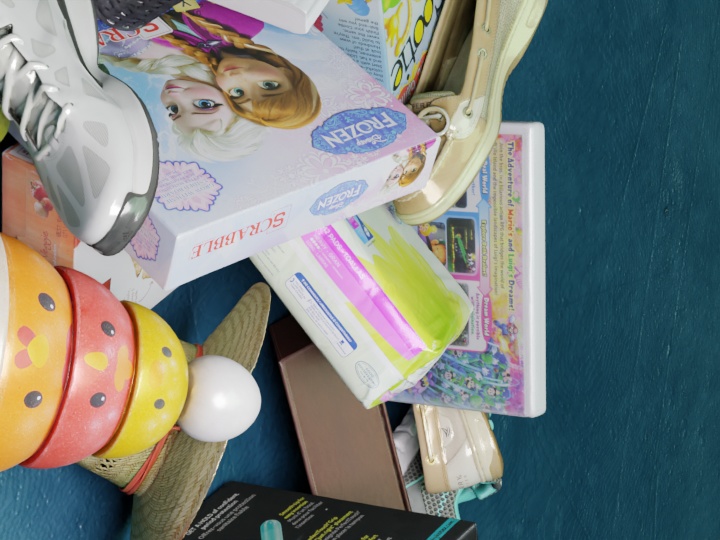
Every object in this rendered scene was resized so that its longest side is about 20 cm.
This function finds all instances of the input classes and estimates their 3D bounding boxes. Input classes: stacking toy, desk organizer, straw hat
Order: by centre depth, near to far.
[{"bbox_3d":[-0.145,0.055,1.232,0.199,0.146,0.147,9,85,-27],"label":"stacking toy"},{"bbox_3d":[-0.135,0.083,1.364,0.085,0.201,0.202,24,67,-14],"label":"straw hat"},{"bbox_3d":[-0.025,0.133,1.562,0.077,0.071,0.202,-27,112,-35],"label":"desk organizer"}]

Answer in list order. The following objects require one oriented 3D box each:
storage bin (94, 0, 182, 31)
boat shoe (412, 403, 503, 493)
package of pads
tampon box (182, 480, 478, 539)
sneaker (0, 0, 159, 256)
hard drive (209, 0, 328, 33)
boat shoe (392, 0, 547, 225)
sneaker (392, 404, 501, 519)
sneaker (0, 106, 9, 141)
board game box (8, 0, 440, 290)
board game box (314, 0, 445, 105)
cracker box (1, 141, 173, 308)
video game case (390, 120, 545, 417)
[{"bbox_3d":[-0.102,-0.250,1.250,0.135,0.094,0.200,45,59,-16],"label":"storage bin"},{"bbox_3d":[0.039,0.067,1.628,0.074,0.069,0.201,71,-3,-70],"label":"boat shoe"},{"bbox_3d":[0.000,0.000,1.442,0.155,0.068,0.200,52,12,-1],"label":"package of pads"},{"bbox_3d":[-0.036,0.235,1.441,0.150,0.199,0.127,-35,123,-49],"label":"tampon box"},{"bbox_3d":[-0.180,-0.093,1.137,0.115,0.076,0.201,14,37,-41],"label":"sneaker"},{"bbox_3d":[-0.045,-0.236,1.354,0.201,0.131,0.026,-58,161,-33],"label":"hard drive"},{"bbox_3d":[0.060,-0.126,1.484,0.063,0.073,0.202,35,72,-30],"label":"boat shoe"},{"bbox_3d":[0.072,0.132,1.690,0.201,0.091,0.078,-57,175,-32],"label":"sneaker"},{"bbox_3d":[-0.268,-0.119,1.165,0.200,0.074,0.084,30,39,-50],"label":"sneaker"},{"bbox_3d":[-0.091,-0.092,1.272,0.199,0.199,0.041,-23,145,-39],"label":"board game box"},{"bbox_3d":[-0.010,-0.199,1.474,0.201,0.104,0.103,84,29,-49],"label":"board game box"},{"bbox_3d":[-0.135,-0.047,1.347,0.200,0.057,0.135,-42,147,-47],"label":"cracker box"},{"bbox_3d":[0.046,-0.006,1.560,0.024,0.181,0.202,-13,105,-56],"label":"video game case"}]
